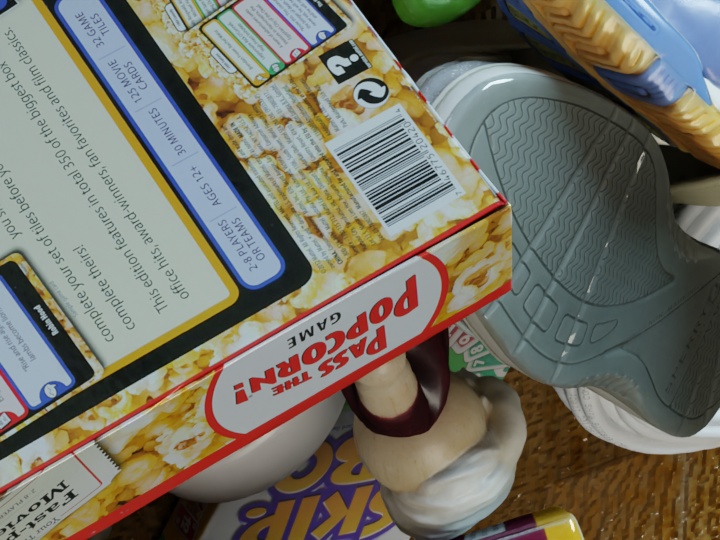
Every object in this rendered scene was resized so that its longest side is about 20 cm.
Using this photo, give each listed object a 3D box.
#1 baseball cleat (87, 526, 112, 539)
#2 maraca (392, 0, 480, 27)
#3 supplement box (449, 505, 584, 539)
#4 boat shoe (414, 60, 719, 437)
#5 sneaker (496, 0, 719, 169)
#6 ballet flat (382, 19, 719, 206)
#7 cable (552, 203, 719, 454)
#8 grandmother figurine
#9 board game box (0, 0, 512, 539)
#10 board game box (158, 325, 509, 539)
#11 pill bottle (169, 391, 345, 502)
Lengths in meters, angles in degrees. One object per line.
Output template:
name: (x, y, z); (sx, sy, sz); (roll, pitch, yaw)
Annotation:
baseball cleat: (-0.182, 0.077, 0.851); (0.200, 0.070, 0.106); (11, 167, -11)
maraca: (0.073, -0.129, 0.763); (0.200, 0.137, 0.107); (-5, 166, -22)
supplement box: (-0.016, 0.145, 0.840); (0.200, 0.086, 0.110); (-18, 175, 1)
boat shoe: (0.053, -0.007, 0.751); (0.202, 0.065, 0.074); (31, 85, -58)
sneaker: (0.122, -0.062, 0.724); (0.200, 0.075, 0.088); (30, 95, -32)
ballet flat: (0.059, -0.047, 0.815); (0.200, 0.070, 0.069); (-5, 142, 18)
cable: (0.147, -0.019, 0.928); (0.200, 0.069, 0.200); (-10, 139, -36)
grandmother figurine: (0.000, 0.000, 0.769); (0.061, 0.121, 0.200); (-8, 129, 17)
board game box: (-0.087, -0.012, 0.633); (0.200, 0.152, 0.046); (-29, 154, -12)
board game box: (-0.004, 0.055, 0.969); (0.095, 0.030, 0.200); (4, 130, -34)
pill bottle: (-0.081, -0.010, 0.793); (0.111, 0.111, 0.200); (-35, 139, 4)
